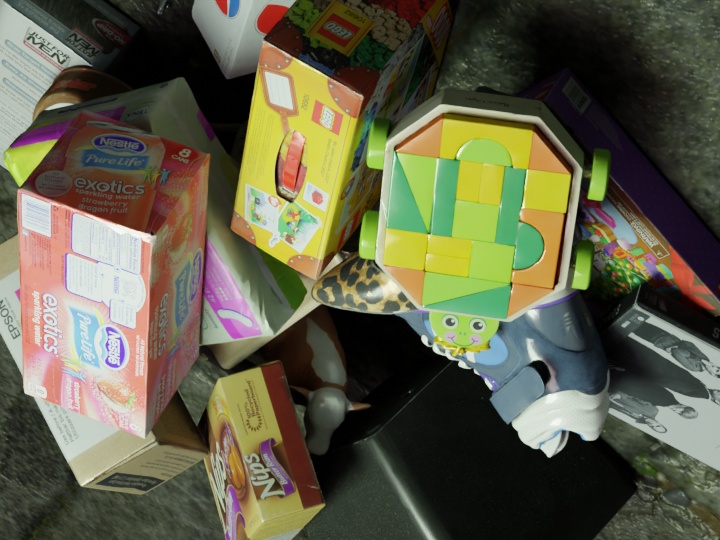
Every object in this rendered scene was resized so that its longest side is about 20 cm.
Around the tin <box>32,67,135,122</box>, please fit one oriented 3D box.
[{"bbox_3d":[-0.187,-0.070,1.571,0.111,0.042,0.201,5,136,29],"label":"tin"}]

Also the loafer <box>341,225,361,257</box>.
[{"bbox_3d":[0.000,0.000,1.560,0.199,0.063,0.072,25,143,18],"label":"loafer"}]

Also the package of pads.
[{"bbox_3d":[-0.151,-0.033,1.453,0.154,0.068,0.201,-8,123,36],"label":"package of pads"}]

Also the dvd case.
[{"bbox_3d":[0.250,0.090,1.432,0.199,0.025,0.150,27,150,-8],"label":"dvd case"}]

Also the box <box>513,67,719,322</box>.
[{"bbox_3d":[0.157,-0.036,1.399,0.200,0.039,0.137,47,145,-14],"label":"box"}]

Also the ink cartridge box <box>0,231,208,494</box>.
[{"bbox_3d":[-0.211,0.072,1.580,0.201,0.075,0.165,61,-175,13],"label":"ink cartridge box"}]

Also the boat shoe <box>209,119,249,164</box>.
[{"bbox_3d":[-0.074,-0.083,1.527,0.199,0.072,0.065,5,136,46],"label":"boat shoe"}]

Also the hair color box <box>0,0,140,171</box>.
[{"bbox_3d":[-0.253,-0.151,1.614,0.099,0.061,0.200,36,146,0],"label":"hair color box"}]

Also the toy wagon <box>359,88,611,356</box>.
[{"bbox_3d":[0.077,-0.021,1.306,0.154,0.040,0.201,8,122,4],"label":"toy wagon"}]

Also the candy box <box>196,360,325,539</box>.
[{"bbox_3d":[-0.083,0.154,1.591,0.200,0.056,0.118,126,128,-70],"label":"candy box"}]

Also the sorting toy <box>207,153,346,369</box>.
[{"bbox_3d":[-0.123,-0.031,1.517,0.200,0.037,0.185,43,137,-11],"label":"sorting toy"}]

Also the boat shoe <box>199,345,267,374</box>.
[{"bbox_3d":[-0.134,0.038,1.716,0.201,0.072,0.061,35,142,-1],"label":"boat shoe"}]

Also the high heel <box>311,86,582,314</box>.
[{"bbox_3d":[0.037,-0.049,1.355,0.199,0.072,0.143,-18,128,15],"label":"high heel"}]

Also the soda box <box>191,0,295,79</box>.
[{"bbox_3d":[-0.056,-0.217,1.338,0.064,0.068,0.200,60,152,23],"label":"soda box"}]

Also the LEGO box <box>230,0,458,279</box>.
[{"bbox_3d":[-0.010,-0.117,1.358,0.077,0.149,0.201,30,145,10],"label":"LEGO box"}]

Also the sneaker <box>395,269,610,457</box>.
[{"bbox_3d":[0.097,0.067,1.444,0.199,0.080,0.148,0,110,52],"label":"sneaker"}]

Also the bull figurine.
[{"bbox_3d":[-0.053,0.064,1.616,0.122,0.065,0.201,119,137,-58],"label":"bull figurine"}]

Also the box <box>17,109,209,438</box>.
[{"bbox_3d":[-0.168,0.005,1.378,0.102,0.095,0.201,19,135,13],"label":"box"}]

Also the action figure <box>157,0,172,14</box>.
[{"bbox_3d":[-0.200,-0.269,1.396,0.199,0.102,0.119,37,157,-2],"label":"action figure"}]

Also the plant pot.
[{"bbox_3d":[0.062,0.180,1.613,0.178,0.200,0.199,54,144,-6],"label":"plant pot"}]
